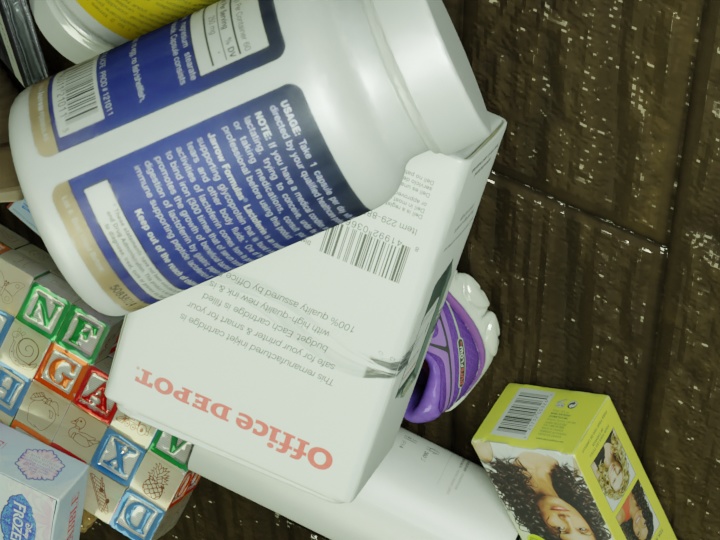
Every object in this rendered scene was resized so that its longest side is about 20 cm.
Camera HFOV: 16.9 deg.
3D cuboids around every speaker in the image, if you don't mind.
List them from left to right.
[{"bbox_3d":[0.002,0.125,1.443,0.199,0.081,0.081,25,147,3],"label":"speaker"}]

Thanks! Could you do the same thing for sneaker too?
[{"bbox_3d":[0.000,0.000,1.302,0.080,0.084,0.200,-15,121,50],"label":"sneaker"}]

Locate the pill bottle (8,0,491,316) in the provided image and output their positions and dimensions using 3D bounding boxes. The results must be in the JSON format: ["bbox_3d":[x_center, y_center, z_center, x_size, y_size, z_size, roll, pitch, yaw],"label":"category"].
[{"bbox_3d":[-0.049,-0.066,1.103,0.199,0.116,0.116,-22,125,10],"label":"pill bottle"}]

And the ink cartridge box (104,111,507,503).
[{"bbox_3d":[-0.030,-0.004,1.230,0.145,0.084,0.201,23,114,10],"label":"ink cartridge box"}]

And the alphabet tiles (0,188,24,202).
[{"bbox_3d":[-0.288,-0.054,1.411,0.195,0.199,0.015,18,108,54],"label":"alphabet tiles"}]

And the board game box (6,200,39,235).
[{"bbox_3d":[-0.120,0.004,1.478,0.200,0.019,0.103,41,149,-8],"label":"board game box"}]

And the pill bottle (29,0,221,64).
[{"bbox_3d":[-0.086,-0.168,1.143,0.111,0.111,0.200,41,147,-8],"label":"pill bottle"}]

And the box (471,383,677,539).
[{"bbox_3d":[0.137,0.154,1.401,0.075,0.050,0.200,4,136,40],"label":"box"}]

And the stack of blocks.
[{"bbox_3d":[-0.184,0.070,1.530,0.199,0.059,0.116,31,106,9],"label":"stack of blocks"}]

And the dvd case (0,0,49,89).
[{"bbox_3d":[-0.223,-0.198,1.242,0.200,0.016,0.149,48,159,39],"label":"dvd case"}]

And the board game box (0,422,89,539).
[{"bbox_3d":[-0.276,0.166,1.553,0.199,0.041,0.201,25,130,14],"label":"board game box"}]

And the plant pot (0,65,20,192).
[{"bbox_3d":[-0.276,-0.101,1.382,0.200,0.200,0.093,11,102,34],"label":"plant pot"}]

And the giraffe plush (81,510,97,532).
[{"bbox_3d":[-0.238,0.133,1.640,0.200,0.173,0.162,38,141,-20],"label":"giraffe plush"}]
